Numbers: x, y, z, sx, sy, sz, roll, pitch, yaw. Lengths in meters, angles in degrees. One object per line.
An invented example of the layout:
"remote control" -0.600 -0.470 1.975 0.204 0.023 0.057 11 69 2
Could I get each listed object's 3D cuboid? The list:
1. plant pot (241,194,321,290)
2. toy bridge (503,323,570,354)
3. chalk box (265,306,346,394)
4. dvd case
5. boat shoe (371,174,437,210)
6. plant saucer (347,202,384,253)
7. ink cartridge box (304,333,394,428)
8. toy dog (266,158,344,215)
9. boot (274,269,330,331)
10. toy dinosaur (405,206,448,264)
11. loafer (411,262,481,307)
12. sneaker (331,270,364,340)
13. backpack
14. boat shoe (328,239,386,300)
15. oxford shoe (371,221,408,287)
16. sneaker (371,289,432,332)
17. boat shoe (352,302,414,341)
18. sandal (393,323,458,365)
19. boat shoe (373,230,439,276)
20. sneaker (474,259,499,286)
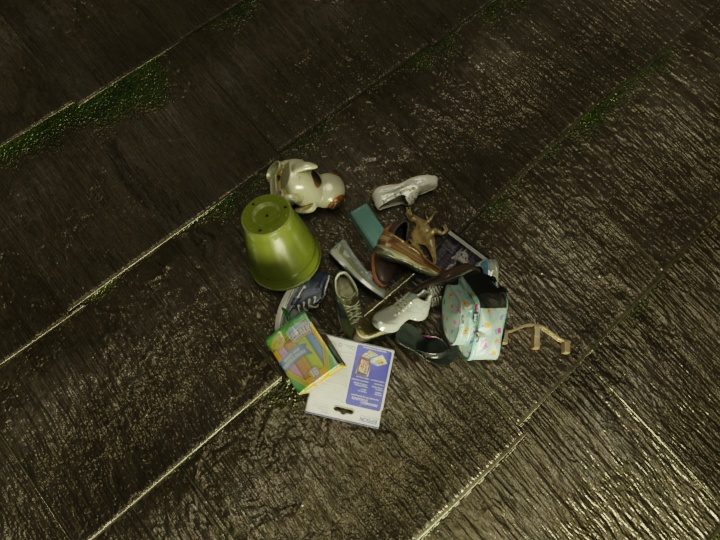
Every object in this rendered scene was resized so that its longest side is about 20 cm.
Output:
"plant pot" -0.217 -0.085 1.381 0.197 0.194 0.203 -4 57 7
"toy bridge" 0.479 0.181 1.477 0.197 0.027 0.068 8 71 -3
"chalk box" -0.144 0.183 1.320 0.123 0.124 0.201 -35 77 -1
"dvd case" 0.259 0.000 1.520 0.148 0.016 0.201 37 74 8
"boat shoe" 0.133 -0.215 1.547 0.197 0.071 0.070 -16 66 0
"plant saucer" 0.043 -0.100 1.531 0.069 0.019 0.201 -30 77 -14
"ink cartridge box" -0.028 0.280 1.386 0.195 0.047 0.203 13 85 -1
"toy dog" -0.136 -0.235 1.479 0.198 0.194 0.141 10 52 -37
"boot" -0.151 0.083 1.419 0.089 0.073 0.202 15 71 15
"toy dinosaur" 0.197 -0.101 1.536 0.100 0.058 0.202 -27 68 3
"loafer" 0.229 0.038 1.471 0.197 0.071 0.074 -20 119 -3
"sneaker" -0.030 0.093 1.425 0.066 0.090 0.203 -16 75 -11
"backpack" 0.291 0.129 1.387 0.151 0.176 0.203 -9 112 -7
"boat shoe" -0.001 0.000 1.468 0.202 0.075 0.065 42 78 15
"oxford shoe" 0.082 -0.051 1.453 0.071 0.072 0.202 29 57 -24
"sneaker" 0.106 0.095 1.369 0.199 0.081 0.070 -18 47 -41
"boat shoe" 0.059 0.137 1.420 0.199 0.066 0.072 -15 72 -39
"sandal" 0.178 0.196 1.405 0.198 0.048 0.076 22 76 -22
"boat shoe" 0.128 -0.044 1.403 0.198 0.075 0.075 24 76 -29
"sneaker" 0.352 0.070 1.480 0.071 0.072 0.203 -7 79 14
